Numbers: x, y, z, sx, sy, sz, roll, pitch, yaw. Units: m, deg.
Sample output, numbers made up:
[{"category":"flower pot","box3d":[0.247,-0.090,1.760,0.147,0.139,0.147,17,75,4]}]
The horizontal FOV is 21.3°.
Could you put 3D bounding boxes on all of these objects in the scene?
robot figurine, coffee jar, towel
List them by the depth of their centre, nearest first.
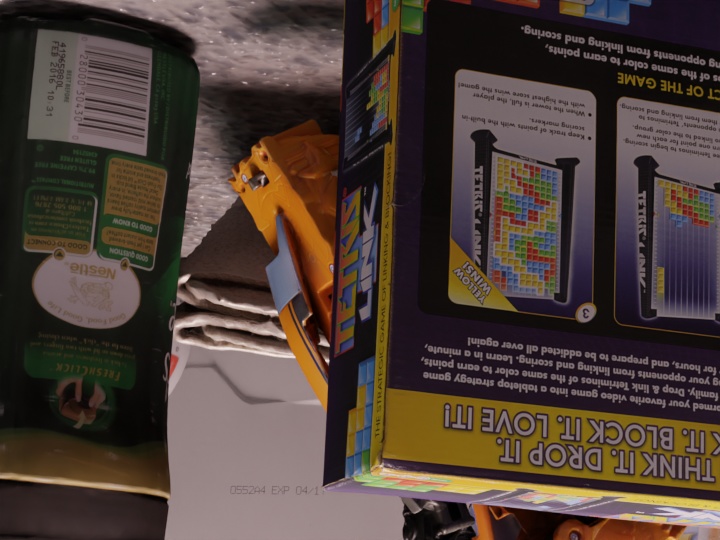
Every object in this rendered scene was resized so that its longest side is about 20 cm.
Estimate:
[{"category":"robot figurine","box3d":[0.047,0.030,0.646,0.145,0.200,0.058,-27,175,-31]},{"category":"coffee jar","box3d":[-0.110,0.019,0.674,0.085,0.200,0.104,10,166,-29]},{"category":"towel","box3d":[0.000,0.000,0.779,0.132,0.035,0.200,9,-167,2]}]

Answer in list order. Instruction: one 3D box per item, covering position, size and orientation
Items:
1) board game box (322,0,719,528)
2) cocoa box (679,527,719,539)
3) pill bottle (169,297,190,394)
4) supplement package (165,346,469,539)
[{"category":"board game box","box3d":[0.092,-0.005,0.604,0.200,0.165,0.057,8,166,-19]},{"category":"cocoa box","box3d":[0.197,0.099,0.951,0.131,0.200,0.133,2,167,6]},{"category":"pill bottle","box3d":[-0.160,0.008,0.837,0.111,0.112,0.200,-1,166,18]},{"category":"supplement package","box3d":[-0.019,0.080,1.015,0.200,0.156,0.111,-2,164,20]}]
